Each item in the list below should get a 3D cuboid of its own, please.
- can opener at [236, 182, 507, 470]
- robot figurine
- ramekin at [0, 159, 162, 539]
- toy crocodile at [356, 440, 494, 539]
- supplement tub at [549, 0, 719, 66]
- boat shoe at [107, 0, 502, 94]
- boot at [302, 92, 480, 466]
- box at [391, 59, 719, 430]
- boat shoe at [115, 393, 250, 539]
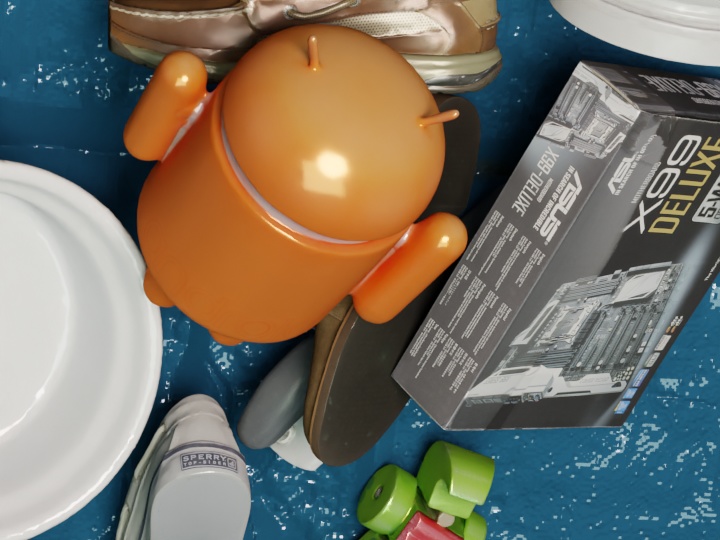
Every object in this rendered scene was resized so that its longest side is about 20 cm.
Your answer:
[{"bbox_3d":[0.019,0.032,1.530,0.200,0.067,0.053,-41,80,14],"label":"can opener"},{"bbox_3d":[-0.032,-0.041,1.392,0.117,0.144,0.200,-18,162,-38],"label":"robot figurine"},{"bbox_3d":[-0.210,0.034,1.464,0.200,0.098,0.201,-6,104,-23],"label":"ramekin"},{"bbox_3d":[0.010,0.173,1.609,0.067,0.062,0.200,33,110,-20],"label":"toy crocodile"},{"bbox_3d":[0.168,-0.213,1.381,0.145,0.145,0.200,6,117,-9],"label":"supplement tub"},{"bbox_3d":[-0.027,-0.133,1.448,0.200,0.076,0.074,2,107,-9],"label":"boat shoe"},{"bbox_3d":[0.000,0.000,1.491,0.074,0.075,0.200,10,97,-55],"label":"boot"},{"bbox_3d":[0.124,-0.010,1.488,0.158,0.050,0.200,3,124,-51],"label":"box"},{"bbox_3d":[-0.102,0.146,1.582,0.072,0.066,0.200,0,138,-10],"label":"boat shoe"}]
